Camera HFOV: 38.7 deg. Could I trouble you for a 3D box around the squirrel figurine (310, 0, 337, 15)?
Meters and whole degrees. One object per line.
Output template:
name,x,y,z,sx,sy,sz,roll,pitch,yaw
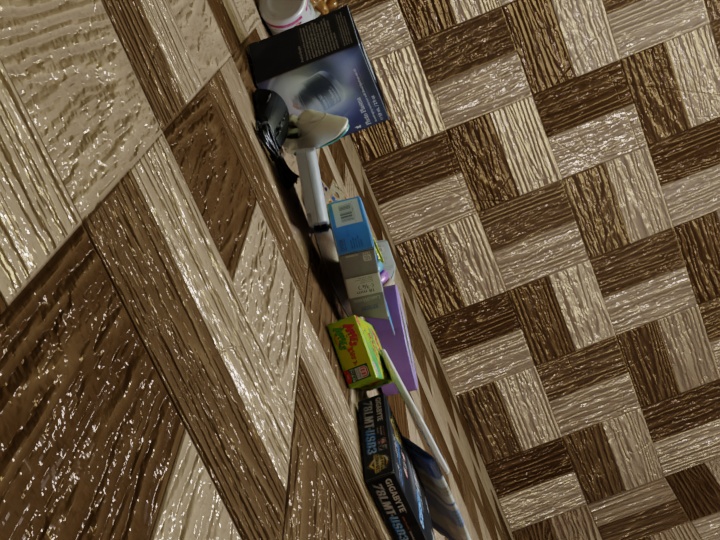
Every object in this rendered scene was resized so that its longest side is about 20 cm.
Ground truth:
squirrel figurine,-0.185,-0.806,3.001,0.200,0.141,0.187,55,16,3

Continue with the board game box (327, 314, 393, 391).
board game box,0.003,0.135,1.634,0.200,0.047,0.102,41,28,-78

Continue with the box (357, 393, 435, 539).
box,0.056,0.314,1.497,0.200,0.050,0.199,-97,164,-64

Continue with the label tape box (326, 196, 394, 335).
label tape box,0.000,0.000,1.722,0.144,0.063,0.201,-104,180,-50

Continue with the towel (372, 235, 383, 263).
towel,0.001,-0.052,2.136,0.086,0.018,0.200,65,-13,-6

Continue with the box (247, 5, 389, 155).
box,-0.074,-0.342,1.877,0.200,0.198,0.124,61,12,-50

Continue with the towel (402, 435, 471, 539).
towel,0.108,0.355,1.655,0.147,0.024,0.201,23,-38,57

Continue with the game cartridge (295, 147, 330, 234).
game cartridge,-0.079,-0.134,1.696,0.200,0.040,0.134,111,-35,-87

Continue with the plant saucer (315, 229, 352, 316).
plant saucer,-0.035,-0.007,1.878,0.200,0.032,0.201,-22,90,-85

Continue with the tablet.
tablet,0.083,0.221,1.618,0.130,0.014,0.200,63,-1,-33

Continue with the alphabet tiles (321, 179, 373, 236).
alphabet tiles,-0.033,-0.103,1.929,0.167,0.008,0.200,50,17,-15

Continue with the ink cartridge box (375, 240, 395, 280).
ink cartridge box,0.057,0.062,2.168,0.163,0.057,0.200,93,-20,-50

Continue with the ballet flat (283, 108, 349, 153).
ballet flat,-0.092,-0.240,1.738,0.200,0.069,0.070,-2,-67,61

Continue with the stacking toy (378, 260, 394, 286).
stacking toy,-0.011,-0.037,2.007,0.201,0.085,0.085,63,7,-11

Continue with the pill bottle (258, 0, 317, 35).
pill bottle,-0.153,-0.567,2.370,0.200,0.113,0.114,56,14,-66

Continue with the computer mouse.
computer mouse,-0.129,-0.221,1.695,0.200,0.046,0.141,-101,168,-60

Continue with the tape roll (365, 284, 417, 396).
tape roll,0.057,0.130,1.912,0.200,0.065,0.201,-13,90,-85
